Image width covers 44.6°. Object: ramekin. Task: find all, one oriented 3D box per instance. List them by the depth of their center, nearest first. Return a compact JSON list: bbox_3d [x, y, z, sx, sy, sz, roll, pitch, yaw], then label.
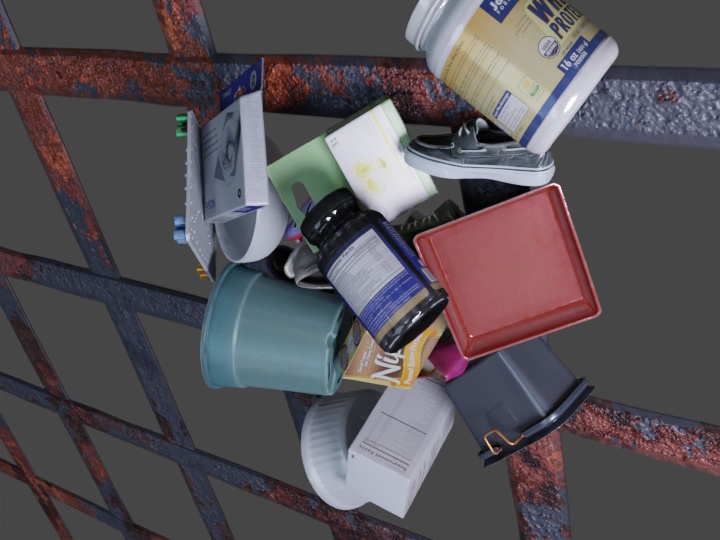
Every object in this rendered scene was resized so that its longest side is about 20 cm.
[{"bbox_3d":[-0.001,0.303,1.520,0.097,0.201,0.202,-22,109,39],"label":"ramekin"}]

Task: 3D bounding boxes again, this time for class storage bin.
[{"bbox_3d":[0.213,0.182,1.280,0.135,0.145,0.200,51,141,6],"label":"storage bin"}]

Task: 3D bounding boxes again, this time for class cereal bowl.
[{"bbox_3d":[-0.157,-0.113,1.339,0.199,0.082,0.206,2,92,62],"label":"cereal bowl"}]

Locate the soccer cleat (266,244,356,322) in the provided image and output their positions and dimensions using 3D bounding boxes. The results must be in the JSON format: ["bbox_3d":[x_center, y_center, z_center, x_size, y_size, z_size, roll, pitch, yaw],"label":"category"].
[{"bbox_3d":[-0.078,0.034,1.468,0.200,0.065,0.084,45,171,-7],"label":"soccer cleat"}]

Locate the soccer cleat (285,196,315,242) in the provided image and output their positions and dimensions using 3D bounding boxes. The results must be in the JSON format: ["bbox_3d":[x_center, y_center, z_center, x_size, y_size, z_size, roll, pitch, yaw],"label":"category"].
[{"bbox_3d":[-0.041,-0.106,1.281,0.198,0.066,0.078,-28,87,35],"label":"soccer cleat"}]

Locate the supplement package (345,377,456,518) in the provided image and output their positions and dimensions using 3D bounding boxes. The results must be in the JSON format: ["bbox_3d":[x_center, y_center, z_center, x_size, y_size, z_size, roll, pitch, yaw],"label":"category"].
[{"bbox_3d":[0.068,0.270,1.415,0.112,0.201,0.111,23,137,17],"label":"supplement package"}]

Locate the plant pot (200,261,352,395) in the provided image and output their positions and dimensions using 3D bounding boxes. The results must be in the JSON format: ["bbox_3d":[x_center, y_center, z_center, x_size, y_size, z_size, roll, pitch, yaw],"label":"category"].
[{"bbox_3d":[-0.121,0.102,1.364,0.191,0.202,0.203,10,133,12],"label":"plant pot"}]

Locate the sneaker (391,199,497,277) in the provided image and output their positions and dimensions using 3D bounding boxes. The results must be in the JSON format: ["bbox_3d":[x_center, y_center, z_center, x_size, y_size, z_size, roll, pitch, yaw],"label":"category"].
[{"bbox_3d":[0.106,-0.057,1.192,0.195,0.067,0.092,11,118,10],"label":"sneaker"}]

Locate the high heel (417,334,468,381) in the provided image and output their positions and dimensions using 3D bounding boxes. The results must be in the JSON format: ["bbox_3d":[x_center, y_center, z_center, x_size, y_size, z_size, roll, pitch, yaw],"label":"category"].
[{"bbox_3d":[0.096,0.150,1.341,0.198,0.096,0.068,-21,110,49],"label":"high heel"}]

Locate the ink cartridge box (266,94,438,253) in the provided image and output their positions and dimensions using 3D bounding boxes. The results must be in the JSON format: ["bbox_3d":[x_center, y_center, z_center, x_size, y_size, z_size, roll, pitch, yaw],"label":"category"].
[{"bbox_3d":[-0.013,-0.122,1.186,0.197,0.048,0.147,-29,109,6],"label":"ink cartridge box"}]

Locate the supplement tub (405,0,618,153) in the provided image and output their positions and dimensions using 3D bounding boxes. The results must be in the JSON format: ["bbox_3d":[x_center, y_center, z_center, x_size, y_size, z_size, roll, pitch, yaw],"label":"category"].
[{"bbox_3d":[0.159,-0.240,0.942,0.199,0.145,0.145,39,141,6],"label":"supplement tub"}]

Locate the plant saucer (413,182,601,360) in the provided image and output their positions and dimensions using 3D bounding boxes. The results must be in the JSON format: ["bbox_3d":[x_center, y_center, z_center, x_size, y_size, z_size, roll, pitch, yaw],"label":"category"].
[{"bbox_3d":[0.192,0.000,1.148,0.196,0.037,0.203,-20,114,13],"label":"plant saucer"}]

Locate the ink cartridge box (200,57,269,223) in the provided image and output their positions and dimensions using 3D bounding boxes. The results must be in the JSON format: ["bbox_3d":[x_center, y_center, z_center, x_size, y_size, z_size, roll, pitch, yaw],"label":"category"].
[{"bbox_3d":[-0.184,-0.180,1.255,0.199,0.040,0.206,-10,82,63],"label":"ink cartridge box"}]

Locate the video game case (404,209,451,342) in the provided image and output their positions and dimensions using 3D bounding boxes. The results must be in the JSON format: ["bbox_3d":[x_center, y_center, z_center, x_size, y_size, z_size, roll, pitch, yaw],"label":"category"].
[{"bbox_3d":[0.115,0.029,1.312,0.181,0.023,0.201,38,141,8],"label":"video game case"}]

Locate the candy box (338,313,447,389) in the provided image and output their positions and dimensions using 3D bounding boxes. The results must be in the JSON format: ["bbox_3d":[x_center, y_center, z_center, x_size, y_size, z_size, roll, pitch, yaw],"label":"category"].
[{"bbox_3d":[0.055,0.080,1.270,0.113,0.056,0.202,12,129,-19],"label":"candy box"}]

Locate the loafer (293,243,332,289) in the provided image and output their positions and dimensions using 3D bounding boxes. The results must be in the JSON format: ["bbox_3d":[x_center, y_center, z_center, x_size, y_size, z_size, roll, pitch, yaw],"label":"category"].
[{"bbox_3d":[0.000,0.000,1.265,0.195,0.071,0.071,-3,133,7],"label":"loafer"}]

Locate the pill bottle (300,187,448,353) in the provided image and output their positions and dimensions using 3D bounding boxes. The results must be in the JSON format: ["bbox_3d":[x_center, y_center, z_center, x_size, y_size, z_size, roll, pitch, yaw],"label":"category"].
[{"bbox_3d":[0.014,-0.004,1.127,0.201,0.111,0.112,50,143,14],"label":"pill bottle"}]

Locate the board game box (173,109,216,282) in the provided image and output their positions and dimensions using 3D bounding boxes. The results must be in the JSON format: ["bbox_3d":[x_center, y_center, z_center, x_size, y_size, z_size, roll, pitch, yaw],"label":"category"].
[{"bbox_3d":[-0.250,-0.108,1.340,0.025,0.205,0.201,-3,162,1],"label":"board game box"}]

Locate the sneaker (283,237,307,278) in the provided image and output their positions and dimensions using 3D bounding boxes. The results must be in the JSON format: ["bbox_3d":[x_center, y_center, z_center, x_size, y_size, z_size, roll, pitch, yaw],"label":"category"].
[{"bbox_3d":[-0.036,-0.021,1.339,0.197,0.100,0.076,-12,114,44],"label":"sneaker"}]

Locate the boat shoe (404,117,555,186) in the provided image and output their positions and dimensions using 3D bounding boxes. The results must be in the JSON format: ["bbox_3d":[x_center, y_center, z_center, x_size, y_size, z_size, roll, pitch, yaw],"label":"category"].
[{"bbox_3d":[0.147,-0.157,1.096,0.195,0.072,0.072,8,122,22],"label":"boat shoe"}]
